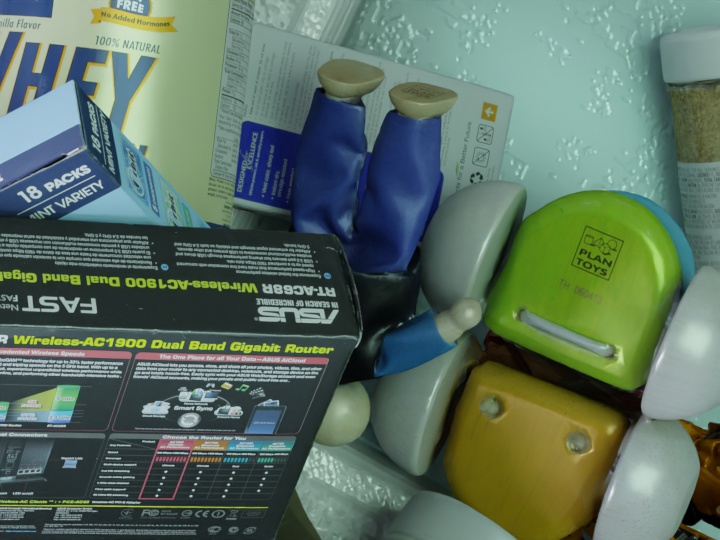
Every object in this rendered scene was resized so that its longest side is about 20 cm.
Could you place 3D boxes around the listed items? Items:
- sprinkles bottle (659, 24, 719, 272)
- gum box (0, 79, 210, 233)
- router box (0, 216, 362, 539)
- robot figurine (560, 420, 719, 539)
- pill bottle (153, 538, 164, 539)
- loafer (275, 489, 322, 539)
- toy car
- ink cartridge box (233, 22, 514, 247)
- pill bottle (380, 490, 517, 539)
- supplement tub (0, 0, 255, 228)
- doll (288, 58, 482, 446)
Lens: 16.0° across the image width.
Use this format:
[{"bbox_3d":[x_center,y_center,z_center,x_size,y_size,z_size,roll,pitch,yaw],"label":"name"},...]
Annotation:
[{"bbox_3d":[0.216,-0.041,1.472,0.068,0.068,0.200,-11,97,-29],"label":"sprinkles bottle"},{"bbox_3d":[-0.145,0.020,1.147,0.170,0.045,0.200,-25,141,14],"label":"gum box"},{"bbox_3d":[-0.116,0.050,1.106,0.200,0.150,0.062,3,49,-20],"label":"router box"},{"bbox_3d":[0.202,0.142,1.393,0.145,0.200,0.058,-36,125,-25],"label":"robot figurine"},{"bbox_3d":[-0.132,0.195,1.160,0.111,0.111,0.200,40,54,-25],"label":"pill bottle"},{"bbox_3d":[-0.058,0.149,1.273,0.076,0.067,0.200,-9,77,-37],"label":"loafer"},{"bbox_3d":[0.115,0.042,1.369,0.150,0.175,0.200,-39,149,-63],"label":"toy car"},{"bbox_3d":[-0.014,-0.069,1.359,0.200,0.037,0.095,13,86,-32],"label":"ink cartridge box"},{"bbox_3d":[0.009,0.221,1.335,0.114,0.114,0.200,45,70,-23],"label":"pill bottle"},{"bbox_3d":[-0.126,-0.098,1.231,0.145,0.145,0.200,7,88,-30],"label":"supplement tub"},{"bbox_3d":[0.000,0.000,1.306,0.048,0.136,0.200,-38,142,-63],"label":"doll"}]
